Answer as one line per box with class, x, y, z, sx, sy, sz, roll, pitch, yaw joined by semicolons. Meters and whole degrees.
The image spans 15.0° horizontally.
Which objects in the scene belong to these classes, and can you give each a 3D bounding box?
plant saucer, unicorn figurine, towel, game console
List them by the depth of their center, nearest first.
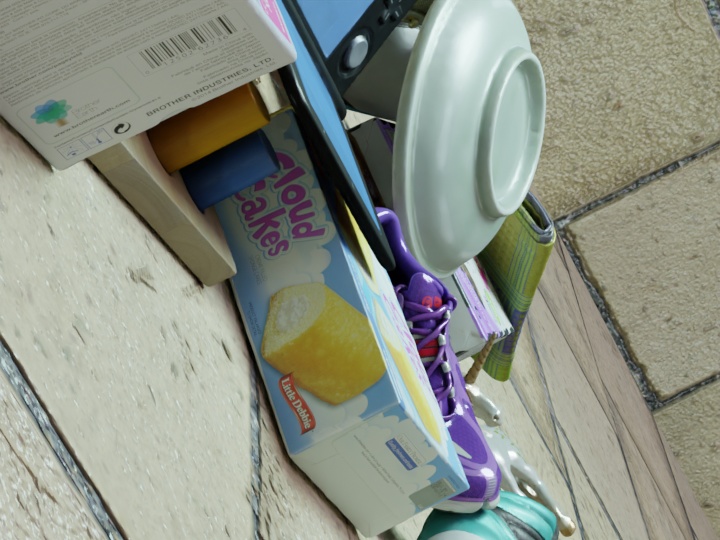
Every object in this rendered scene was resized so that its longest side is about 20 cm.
game console;0.004;-0.130;1.431;0.116;0.176;0.200;32;-14;26
plant saucer;0.078;-0.090;1.744;0.200;0.050;0.202;10;90;-69
unicorn figurine;0.089;0.133;1.857;0.138;0.074;0.200;58;-8;7
towel;0.085;-0.020;2.010;0.144;0.023;0.201;53;-28;26

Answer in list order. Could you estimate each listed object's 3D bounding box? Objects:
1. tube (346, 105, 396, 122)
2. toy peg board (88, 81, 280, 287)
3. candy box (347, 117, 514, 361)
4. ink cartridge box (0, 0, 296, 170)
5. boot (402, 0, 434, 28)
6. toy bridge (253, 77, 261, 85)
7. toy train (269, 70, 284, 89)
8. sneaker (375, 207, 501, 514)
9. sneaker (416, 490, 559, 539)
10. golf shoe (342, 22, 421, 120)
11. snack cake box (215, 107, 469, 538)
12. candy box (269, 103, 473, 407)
tube;0.012;-0.129;1.908;0.199;0.051;0.078;14;-28;50
toy peg board;-0.098;-0.131;1.344;0.199;0.097;0.201;51;16;-57
candy box;0.032;-0.014;1.900;0.169;0.071;0.200;64;8;3
ink cartridge box;-0.115;-0.116;1.103;0.042;0.119;0.200;70;10;25
boot;0.009;-0.179;1.715;0.154;0.072;0.200;10;25;-31
toy bridge;-0.089;-0.183;1.670;0.027;0.067;0.201;54;12;-51
toy train;-0.087;-0.188;1.527;0.201;0.114;0.087;58;13;-32
sneaker;0.026;0.049;1.562;0.080;0.084;0.201;-2;53;-40
sneaker;0.092;0.205;1.592;0.201;0.083;0.121;59;19;-23
golf shoe;-0.033;-0.155;1.803;0.199;0.078;0.094;33;23;9
snack cake box;-0.017;0.028;1.469;0.115;0.067;0.201;51;15;-55
candy box;0.000;0.000;1.713;0.117;0.056;0.201;40;26;-73
